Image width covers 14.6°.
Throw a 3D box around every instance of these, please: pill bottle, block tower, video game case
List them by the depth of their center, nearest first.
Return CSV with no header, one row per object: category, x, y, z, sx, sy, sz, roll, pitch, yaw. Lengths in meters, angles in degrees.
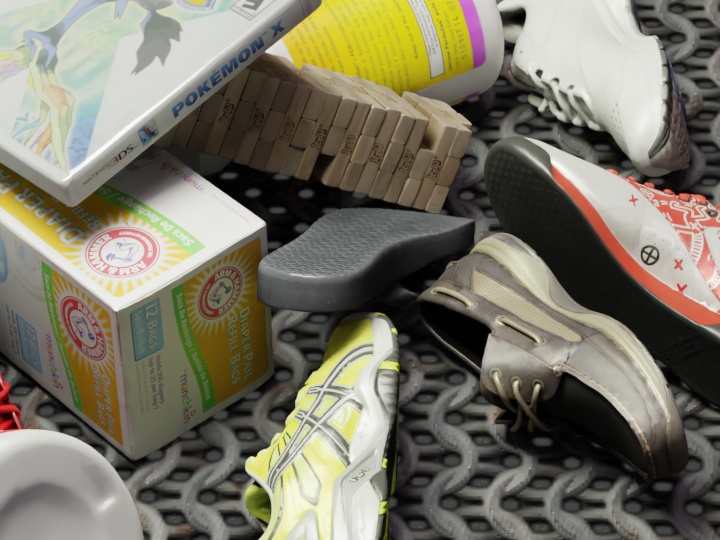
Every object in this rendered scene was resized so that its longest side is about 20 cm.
pill bottle,-0.201,0.132,1.300,0.200,0.114,0.114,-5,28,49
video game case,-0.151,-0.133,1.505,0.182,0.022,0.200,-41,50,-22
block tower,-0.030,-0.083,1.557,0.200,0.058,0.054,11,19,-33
pill bottle,-0.023,-0.121,1.644,0.200,0.104,0.104,-23,44,-22

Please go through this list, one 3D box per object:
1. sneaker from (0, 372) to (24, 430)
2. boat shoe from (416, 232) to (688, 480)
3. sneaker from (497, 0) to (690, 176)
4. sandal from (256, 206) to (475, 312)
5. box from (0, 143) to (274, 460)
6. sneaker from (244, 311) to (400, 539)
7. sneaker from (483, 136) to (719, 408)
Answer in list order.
sneaker,-0.192,0.090,1.398,0.078,0.116,0.200,-24,45,-23
boat shoe,0.097,0.056,1.467,0.073,0.075,0.200,-30,38,-14
sneaker,0.139,-0.112,1.665,0.087,0.075,0.200,-19,35,-1
sandal,-0.001,0.000,1.513,0.076,0.043,0.200,9,16,25
box,-0.148,-0.008,1.513,0.101,0.113,0.200,-31,49,-30
sneaker,-0.019,0.091,1.420,0.076,0.075,0.200,2,39,5
sneaker,0.168,-0.017,1.518,0.201,0.067,0.108,41,53,16
